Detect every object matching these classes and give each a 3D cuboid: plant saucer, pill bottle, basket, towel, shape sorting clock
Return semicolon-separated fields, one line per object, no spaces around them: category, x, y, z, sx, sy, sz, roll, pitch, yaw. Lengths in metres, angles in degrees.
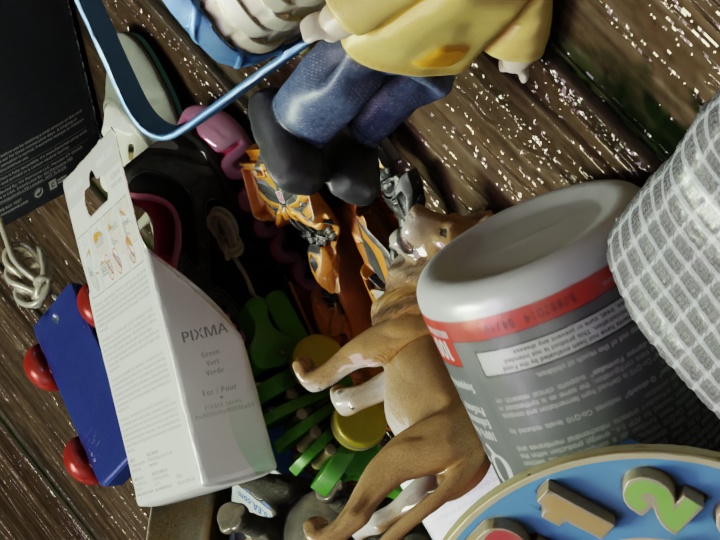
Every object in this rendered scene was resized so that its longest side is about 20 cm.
plant saucer;-0.108;0.197;1.506;0.035;0.201;0.201;4;136;7
pill bottle;0.114;0.070;1.027;0.116;0.116;0.201;3;121;60
basket;-0.070;-0.169;1.049;0.200;0.139;0.177;-23;98;34
towel;0.192;0.021;0.870;0.200;0.085;0.166;53;155;12
shape sorting clock;0.125;0.157;0.981;0.199;0.039;0.201;5;124;8

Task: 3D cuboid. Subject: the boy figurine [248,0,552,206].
boy figurine;0.039;-0.108;0.987;0.200;0.124;0.065;-39;54;37

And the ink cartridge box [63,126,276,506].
ink cartridge box;-0.111;0.028;1.264;0.161;0.050;0.201;153;106;-70

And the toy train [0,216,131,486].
toy train;-0.152;0.039;1.442;0.085;0.115;0.200;-45;60;34

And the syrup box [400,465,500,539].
syrup box;0.109;0.158;1.145;0.081;0.079;0.200;-30;90;28

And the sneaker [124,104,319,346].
sneaker;-0.081;0.007;1.339;0.079;0.095;0.201;-12;108;61

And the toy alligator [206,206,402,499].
toy alligator;-0.043;0.057;1.234;0.200;0.054;0.059;54;155;8

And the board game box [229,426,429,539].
board game box;-0.005;0.225;1.420;0.200;0.056;0.197;34;130;40

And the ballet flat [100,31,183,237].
ballet flat;-0.125;-0.047;1.392;0.067;0.064;0.201;10;126;62

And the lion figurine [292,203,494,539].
lion figurine;0.032;0.063;1.094;0.072;0.122;0.201;45;-154;-43

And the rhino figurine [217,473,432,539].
rhino figurine;0.002;0.154;1.279;0.200;0.060;0.087;11;160;46

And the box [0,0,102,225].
box;-0.278;-0.157;1.505;0.200;0.104;0.183;33;143;42

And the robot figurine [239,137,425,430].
robot figurine;0.000;0.000;1.223;0.145;0.058;0.201;3;121;60
